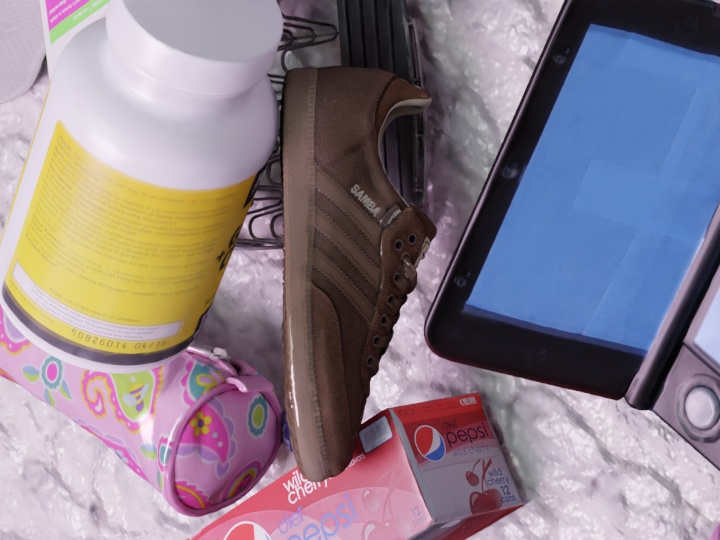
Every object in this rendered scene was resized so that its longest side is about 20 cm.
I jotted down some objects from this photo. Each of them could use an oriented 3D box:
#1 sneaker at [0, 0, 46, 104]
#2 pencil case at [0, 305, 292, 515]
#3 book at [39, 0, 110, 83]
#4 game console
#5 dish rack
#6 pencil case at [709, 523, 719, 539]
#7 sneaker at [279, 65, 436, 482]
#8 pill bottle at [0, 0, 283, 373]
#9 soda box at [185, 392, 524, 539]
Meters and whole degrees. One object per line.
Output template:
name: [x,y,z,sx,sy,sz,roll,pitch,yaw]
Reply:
sneaker: [-0.204,-0.163,1.681,0.200,0.071,0.099,-38,45,57]
pencil case: [-0.127,0.052,1.594,0.200,0.087,0.088,31,116,39]
book: [-0.125,-0.205,1.542,0.133,0.048,0.200,-23,69,44]
game console: [0.149,-0.003,1.292,0.172,0.119,0.200,43,123,34]
dish rack: [-0.049,-0.076,1.533,0.200,0.054,0.154,-2,94,45]
pencil case: [0.140,0.194,1.352,0.200,0.087,0.088,-49,61,36]
sneaker: [0.000,0.000,1.432,0.070,0.075,0.201,114,155,-83]
pill bottle: [-0.104,-0.053,1.452,0.112,0.112,0.200,52,138,29]
soda box: [-0.013,0.131,1.507,0.200,0.070,0.064,-34,71,41]
